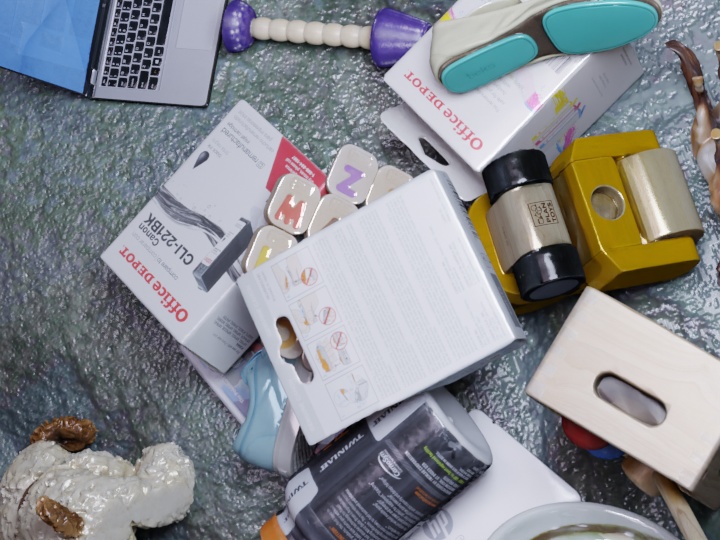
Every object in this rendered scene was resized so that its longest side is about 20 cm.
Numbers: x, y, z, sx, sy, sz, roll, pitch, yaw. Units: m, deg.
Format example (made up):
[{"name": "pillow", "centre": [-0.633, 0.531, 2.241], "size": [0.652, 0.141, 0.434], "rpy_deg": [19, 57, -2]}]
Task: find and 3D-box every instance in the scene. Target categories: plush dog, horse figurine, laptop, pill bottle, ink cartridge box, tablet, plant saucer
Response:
[{"name": "plush dog", "centre": [-0.270, 0.222, 1.706], "size": [0.171, 0.160, 0.201], "rpy_deg": [15, 80, 47]}, {"name": "horse figurine", "centre": [0.303, -0.104, 1.598], "size": [0.050, 0.133, 0.201], "rpy_deg": [-12, 55, 5]}, {"name": "laptop", "centre": [-0.239, -0.267, 1.811], "size": [0.199, 0.116, 0.188], "rpy_deg": [6, 80, 20]}, {"name": "pill bottle", "centre": [0.008, 0.187, 1.620], "size": [0.200, 0.106, 0.106], "rpy_deg": [-41, 69, 10]}, {"name": "ink cartridge box", "centre": [0.127, -0.163, 1.659], "size": [0.200, 0.125, 0.129], "rpy_deg": [-45, 68, 4]}, {"name": "tablet", "centre": [0.084, 0.235, 1.641], "size": [0.130, 0.014, 0.200], "rpy_deg": [39, 91, 22]}, {"name": "ink cartridge box", "centre": [-0.117, -0.030, 1.714], "size": [0.200, 0.084, 0.144], "rpy_deg": [-48, 55, 1]}, {"name": "plant saucer", "centre": [0.189, 0.275, 1.539], "size": [0.199, 0.050, 0.201], "rpy_deg": [4, 38, -3]}, {"name": "ink cartridge box", "centre": [0.016, 0.032, 1.571], "size": [0.199, 0.047, 0.161], "rpy_deg": [-29, 77, 15]}]

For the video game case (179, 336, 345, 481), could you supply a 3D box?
[{"name": "video game case", "centre": [-0.042, 0.079, 1.714], "size": [0.182, 0.023, 0.200], "rpy_deg": [-44, 69, 5]}]

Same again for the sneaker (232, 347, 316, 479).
[{"name": "sneaker", "centre": [-0.066, 0.079, 1.672], "size": [0.082, 0.074, 0.201], "rpy_deg": [13, 80, 19]}]

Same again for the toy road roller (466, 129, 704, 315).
[{"name": "toy road roller", "centre": [0.180, -0.031, 1.631], "size": [0.199, 0.146, 0.123], "rpy_deg": [-10, 72, -22]}]

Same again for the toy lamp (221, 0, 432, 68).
[{"name": "toy lamp", "centre": [-0.029, -0.222, 1.762], "size": [0.199, 0.058, 0.059], "rpy_deg": [9, 80, 19]}]

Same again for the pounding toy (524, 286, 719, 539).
[{"name": "pounding toy", "centre": [0.241, 0.131, 1.521], "size": [0.200, 0.184, 0.143], "rpy_deg": [31, 89, 22]}]

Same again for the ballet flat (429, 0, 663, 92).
[{"name": "ballet flat", "centre": [0.149, -0.208, 1.564], "size": [0.199, 0.069, 0.070], "rpy_deg": [-15, 73, 15]}]

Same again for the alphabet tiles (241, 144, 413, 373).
[{"name": "alphabet tiles", "centre": [0.000, 0.000, 1.638], "size": [0.199, 0.015, 0.196], "rpy_deg": [27, 78, -17]}]
